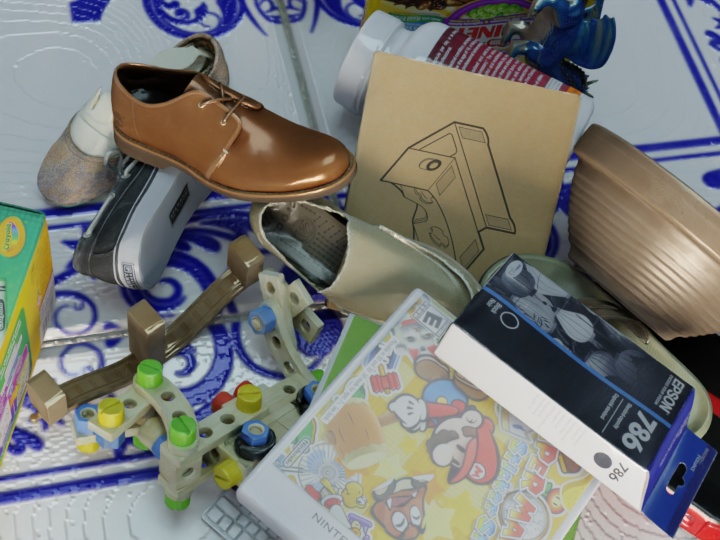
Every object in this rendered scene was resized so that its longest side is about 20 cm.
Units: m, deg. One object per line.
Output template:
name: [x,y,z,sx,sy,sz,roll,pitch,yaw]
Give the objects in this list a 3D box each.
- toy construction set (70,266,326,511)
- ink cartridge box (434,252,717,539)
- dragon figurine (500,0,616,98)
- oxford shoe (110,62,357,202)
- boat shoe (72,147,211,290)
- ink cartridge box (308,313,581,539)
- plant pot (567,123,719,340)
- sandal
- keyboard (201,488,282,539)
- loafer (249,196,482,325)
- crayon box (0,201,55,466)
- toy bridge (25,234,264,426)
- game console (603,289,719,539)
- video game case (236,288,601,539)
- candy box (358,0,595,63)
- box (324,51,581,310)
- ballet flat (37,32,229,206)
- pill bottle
toy construction set: [-0.093,0.089,0.843,0.131,0.093,0.200,32,55,30]
ink cartridge box: [0.155,0.080,0.809,0.199,0.039,0.099,38,44,8]
dragon figurine: [0.182,-0.208,1.011,0.098,0.201,0.059,12,43,-11]
oxford shoe: [-0.097,-0.102,0.863,0.198,0.072,0.072,16,49,15]
boat shoe: [-0.163,-0.065,0.930,0.067,0.074,0.201,8,51,13]
ink cartridge box: [0.054,0.139,0.840,0.198,0.076,0.149,23,57,2]
plant pot: [0.225,-0.013,0.906,0.200,0.201,0.093,41,97,14]
sandal: [0.178,0.052,0.885,0.200,0.057,0.080,35,80,9]
keyboard: [-0.019,0.213,0.822,0.199,0.011,0.056,38,59,13]
loafer: [0.000,0.000,0.880,0.198,0.068,0.076,26,102,6]
crayon box: [-0.261,0.068,0.800,0.058,0.119,0.202,12,57,-3]
toy bridge: [-0.154,0.050,0.862,0.199,0.067,0.027,-36,71,-26]
game console: [0.244,0.098,0.937,0.199,0.031,0.177,35,55,10]
video game case: [0.049,0.132,0.783,0.181,0.023,0.200,38,59,10]
candy box: [0.103,-0.227,1.062,0.198,0.103,0.027,4,59,-8]
box: [0.069,-0.052,0.923,0.162,0.021,0.202,12,98,-2]
ballet flat: [-0.185,-0.132,0.968,0.068,0.067,0.200,37,59,13]
pill bottle: [0.084,-0.135,0.994,0.199,0.113,0.113,28,58,6]
